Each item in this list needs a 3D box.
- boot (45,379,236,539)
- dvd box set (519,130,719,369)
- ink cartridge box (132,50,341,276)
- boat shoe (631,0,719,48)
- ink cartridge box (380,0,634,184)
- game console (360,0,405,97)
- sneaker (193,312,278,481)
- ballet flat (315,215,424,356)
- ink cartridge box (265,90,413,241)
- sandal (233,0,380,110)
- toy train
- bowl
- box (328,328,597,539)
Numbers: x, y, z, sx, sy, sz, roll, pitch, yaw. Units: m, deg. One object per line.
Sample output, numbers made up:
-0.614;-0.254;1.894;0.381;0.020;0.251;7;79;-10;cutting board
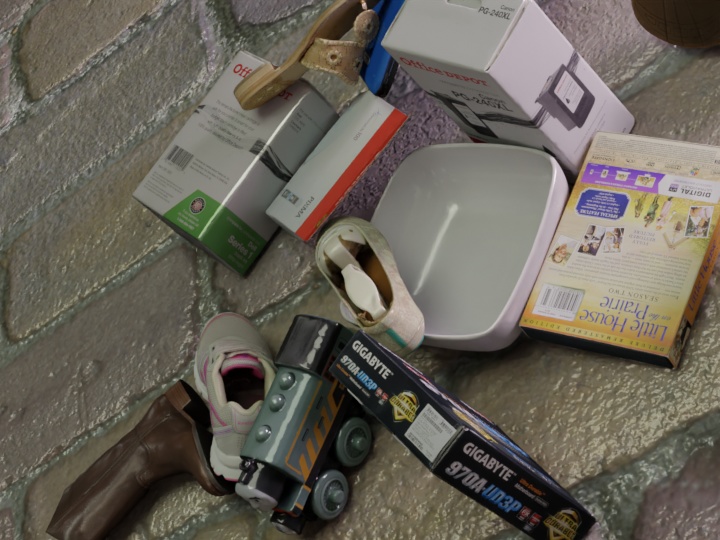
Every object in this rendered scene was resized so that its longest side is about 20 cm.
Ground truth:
-0.217;0.222;1.728;0.200;0.064;0.187;-42;30;4;boot
0.237;-0.022;1.523;0.146;0.029;0.201;10;68;35;dvd box set
-0.126;-0.116;1.871;0.200;0.084;0.146;-53;43;-5;ink cartridge box
0.335;-0.246;1.592;0.065;0.072;0.199;-32;24;-37;boat shoe
0.133;-0.171;1.603;0.145;0.200;0.084;22;77;46;ink cartridge box
0.080;-0.254;1.772;0.200;0.118;0.172;-111;39;-74;game console
-0.111;0.102;1.679;0.081;0.089;0.200;-2;40;-14;sneaker
0.000;0.000;1.591;0.067;0.062;0.200;-44;42;7;ballet flat
-0.024;-0.103;1.729;0.160;0.047;0.200;-51;6;-1;ink cartridge box
-0.030;-0.208;1.766;0.211;0.078;0.070;-36;79;24;sandal
-0.045;0.136;1.605;0.085;0.114;0.201;10;68;44;toy train
0.097;-0.014;1.619;0.199;0.075;0.201;6;66;43;bowl
0.083;0.142;1.428;0.046;0.200;0.159;-51;41;3;box
